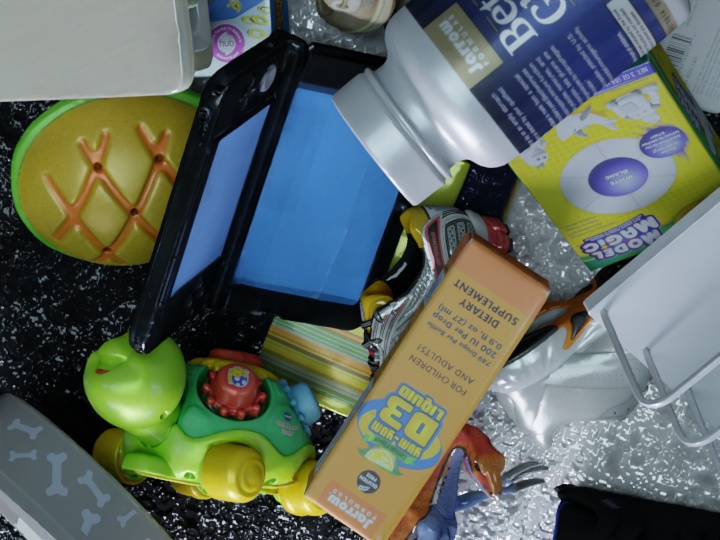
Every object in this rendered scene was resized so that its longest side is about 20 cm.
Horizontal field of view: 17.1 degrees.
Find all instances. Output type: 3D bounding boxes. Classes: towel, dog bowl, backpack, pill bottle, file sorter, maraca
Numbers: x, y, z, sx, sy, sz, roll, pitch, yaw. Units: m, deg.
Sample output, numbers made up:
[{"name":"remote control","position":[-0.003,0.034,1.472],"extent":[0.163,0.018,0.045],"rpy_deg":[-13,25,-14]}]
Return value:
[{"name":"towel","position":[0.000,0.000,1.638],"extent":[0.086,0.018,0.201],"rpy_deg":[23,105,0]},{"name":"dog bowl","position":[-0.197,0.163,1.623],"extent":[0.200,0.200,0.059],"rpy_deg":[43,77,-2]},{"name":"backpack","position":[0.193,0.250,1.564],"extent":[0.161,0.200,0.169],"rpy_deg":[4,103,8]},{"name":"pill bottle","position":[0.084,-0.131,1.398],"extent":[0.200,0.111,0.111],"rpy_deg":[-39,94,5]},{"name":"file sorter","position":[0.266,0.065,1.509],"extent":[0.139,0.125,0.200],"rpy_deg":[-40,123,16]},{"name":"maraca","position":[-0.135,-0.068,1.601],"extent":[0.198,0.107,0.138],"rpy_deg":[-8,127,-6]}]

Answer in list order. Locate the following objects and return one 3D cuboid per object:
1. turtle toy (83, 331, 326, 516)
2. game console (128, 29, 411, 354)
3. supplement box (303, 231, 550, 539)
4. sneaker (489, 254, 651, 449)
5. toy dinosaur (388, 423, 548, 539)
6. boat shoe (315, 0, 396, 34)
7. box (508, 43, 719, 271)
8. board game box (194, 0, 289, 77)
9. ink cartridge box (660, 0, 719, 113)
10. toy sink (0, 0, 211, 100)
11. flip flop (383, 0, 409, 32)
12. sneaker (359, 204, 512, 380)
[{"name":"turtle toy","position":[-0.107,0.100,1.598],"extent":[0.145,0.199,0.102],"rpy_deg":[4,81,40]},{"name":"game console","position":[-0.045,-0.038,1.530],"extent":[0.116,0.176,0.201],"rpy_deg":[24,115,11]},{"name":"supplement box","position":[0.042,0.076,1.536],"extent":[0.066,0.069,0.201],"rpy_deg":[32,98,-2]},{"name":"sneaker","position":[0.179,0.048,1.597],"extent":[0.199,0.076,0.092],"rpy_deg":[-26,114,15]},{"name":"toy dinosaur","position":[0.040,0.185,1.601],"extent":[0.198,0.105,0.183],"rpy_deg":[-8,121,-7]},{"name":"boat shoe","position":[-0.005,-0.200,1.504],"extent":[0.064,0.200,0.073],"rpy_deg":[3,81,-14]},{"name":"box","position":[0.165,-0.071,1.517],"extent":[0.117,0.049,0.200],"rpy_deg":[-21,142,19]},{"name":"board game box","position":[-0.152,-0.228,1.590],"extent":[0.198,0.056,0.198],"rpy_deg":[-1,103,10]},{"name":"ink cartridge box","position":[0.153,-0.184,1.497],"extent":[0.199,0.068,0.117],"rpy_deg":[14,108,-24]},{"name":"toy sink","position":[-0.165,-0.180,1.483],"extent":[0.199,0.112,0.131],"rpy_deg":[-1,103,33]},{"name":"flip flop","position":[0.096,-0.134,1.568],"extent":[0.200,0.058,0.081],"rpy_deg":[37,143,-8]},{"name":"sneaker","position":[0.027,0.047,1.605],"extent":[0.082,0.078,0.201],"rpy_deg":[19,98,-18]}]
